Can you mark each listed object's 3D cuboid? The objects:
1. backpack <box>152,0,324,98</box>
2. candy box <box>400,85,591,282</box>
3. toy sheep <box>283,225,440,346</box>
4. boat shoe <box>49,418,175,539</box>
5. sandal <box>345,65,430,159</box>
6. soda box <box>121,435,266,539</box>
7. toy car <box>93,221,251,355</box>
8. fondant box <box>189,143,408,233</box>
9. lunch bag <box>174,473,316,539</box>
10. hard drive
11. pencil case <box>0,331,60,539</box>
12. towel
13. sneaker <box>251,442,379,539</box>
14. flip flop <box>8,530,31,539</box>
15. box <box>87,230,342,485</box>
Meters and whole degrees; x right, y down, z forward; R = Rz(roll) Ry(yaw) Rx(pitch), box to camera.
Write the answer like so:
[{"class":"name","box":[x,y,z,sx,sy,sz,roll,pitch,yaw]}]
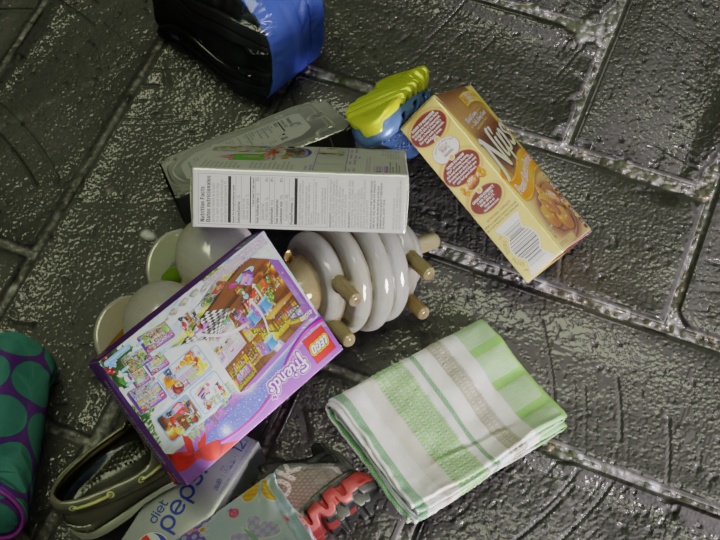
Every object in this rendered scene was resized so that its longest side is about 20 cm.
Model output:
[{"class":"backpack","box":[-0.125,-0.311,1.462,0.167,0.163,0.200,-40,64,-20]},{"class":"candy box","box":[0.139,-0.091,1.313,0.055,0.115,0.201,-41,84,26]},{"class":"toy sheep","box":[0.000,0.000,1.303,0.198,0.138,0.139,-14,58,-32]},{"class":"boat shoe","box":[-0.195,0.165,1.196,0.201,0.061,0.072,-38,54,-11]},{"class":"sandal","box":[0.044,-0.158,1.370,0.079,0.200,0.088,-14,103,22]},{"class":"soda box","box":[-0.168,0.241,1.219,0.068,0.064,0.201,22,66,19]},{"class":"toy car","box":[-0.159,0.047,1.288,0.150,0.175,0.201,41,68,-14]},{"class":"fondant box","box":[-0.054,-0.080,1.237,0.197,0.144,0.059,3,104,1]},{"class":"lunch bag","box":[-0.088,0.303,1.101,0.169,0.201,0.127,-31,44,-10]},{"class":"hard drive","box":[-0.111,-0.121,1.386,0.198,0.038,0.140,-21,25,-7]},{"class":"pencil case","box":[-0.343,0.158,1.242,0.084,0.093,0.201,16,40,-15]},{"class":"towel","box":[0.085,0.137,1.250,0.199,0.031,0.150,-27,63,-25]},{"class":"sneaker","box":[-0.083,0.233,1.213,0.199,0.071,0.098,-34,64,-16]},{"class":"flip flop","box":[-0.332,0.306,1.201,0.080,0.058,0.201,-23,62,-8]},{"class":"box","box":[-0.128,0.078,1.181,0.200,0.039,0.138,-39,102,-26]}]
